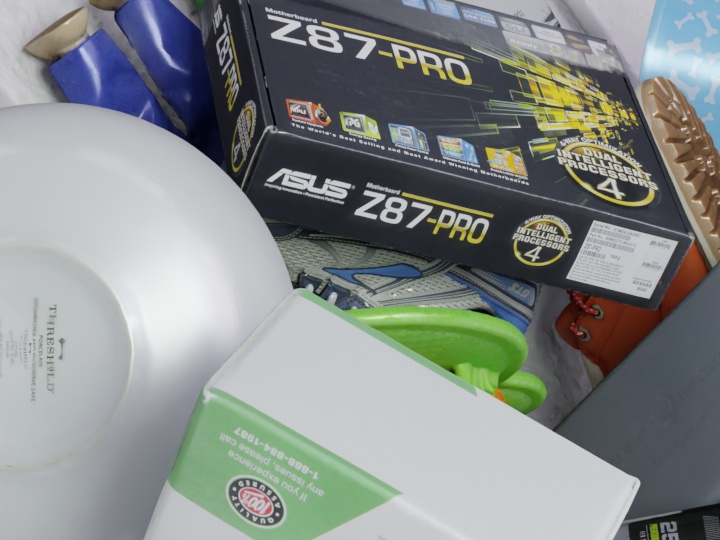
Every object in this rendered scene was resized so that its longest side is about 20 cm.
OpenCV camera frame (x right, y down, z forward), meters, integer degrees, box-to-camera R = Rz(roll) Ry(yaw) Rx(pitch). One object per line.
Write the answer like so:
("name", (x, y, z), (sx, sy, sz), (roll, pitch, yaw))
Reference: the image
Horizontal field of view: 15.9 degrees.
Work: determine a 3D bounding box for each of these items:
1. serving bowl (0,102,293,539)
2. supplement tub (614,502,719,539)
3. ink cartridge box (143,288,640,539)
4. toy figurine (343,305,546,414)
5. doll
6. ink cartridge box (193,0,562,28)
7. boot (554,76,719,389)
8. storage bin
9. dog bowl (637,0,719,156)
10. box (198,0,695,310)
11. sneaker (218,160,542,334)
("serving bowl", (-0.125, 0.033, 0.995), (0.066, 0.199, 0.201), (15, 50, -85))
("supplement tub", (0.177, 0.154, 1.067), (0.123, 0.198, 0.124), (-11, 90, -83))
("ink cartridge box", (-0.009, 0.131, 0.930), (0.145, 0.201, 0.088), (28, 34, 8))
("toy figurine", (0.020, 0.130, 1.084), (0.200, 0.149, 0.186), (21, 58, -55))
("doll", (-0.062, -0.047, 1.191), (0.136, 0.048, 0.201), (-41, 103, -26))
("ink cartridge box", (0.028, -0.099, 1.280), (0.146, 0.084, 0.201), (-39, 99, -46))
("boot", (0.139, -0.001, 1.270), (0.075, 0.106, 0.201), (-76, 151, -53))
("storage bin", (0.183, 0.075, 1.156), (0.134, 0.200, 0.146), (-3, 55, -42))
("dog bowl", (0.172, -0.059, 1.336), (0.112, 0.049, 0.201), (-55, 153, -59))
("box", (0.034, -0.064, 1.131), (0.199, 0.049, 0.162), (13, 31, -18))
("sneaker", (0.000, 0.000, 1.157), (0.198, 0.077, 0.086), (4, 101, -22))
